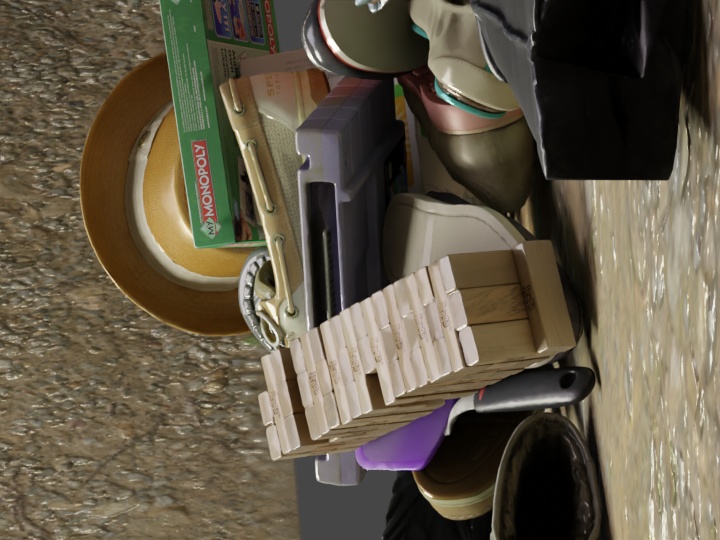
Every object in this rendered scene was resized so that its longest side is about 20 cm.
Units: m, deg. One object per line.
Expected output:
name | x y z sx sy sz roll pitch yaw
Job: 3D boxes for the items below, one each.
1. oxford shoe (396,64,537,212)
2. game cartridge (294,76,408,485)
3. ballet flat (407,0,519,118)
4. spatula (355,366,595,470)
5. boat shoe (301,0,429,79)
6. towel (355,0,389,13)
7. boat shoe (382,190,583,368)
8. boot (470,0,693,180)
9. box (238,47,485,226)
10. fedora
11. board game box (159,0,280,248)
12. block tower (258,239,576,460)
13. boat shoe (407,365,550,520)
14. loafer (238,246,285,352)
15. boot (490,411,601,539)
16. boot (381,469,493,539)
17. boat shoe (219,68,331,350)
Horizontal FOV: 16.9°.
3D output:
oxford shoe | 0.060 -0.082 1.343 0.200 0.070 0.074 -89 -15 -73
game cartridge | 0.000 0.000 1.331 0.130 0.038 0.201 -48 -42 -62
ballet flat | 0.064 -0.130 1.222 0.200 0.069 0.070 -103 7 -71
spatula | 0.056 0.068 1.207 0.200 0.020 0.057 -20 40 60
boat shoe | 0.014 -0.148 1.347 0.072 0.062 0.200 64 -148 -12
towel | 0.031 -0.226 1.071 0.200 0.022 0.148 132 136 -56
boat shoe | 0.074 0.000 1.230 0.200 0.062 0.073 -147 61 -64
boot | 0.060 -0.123 0.798 0.200 0.065 0.166 -85 -19 -76
box | 0.012 -0.073 1.509 0.200 0.112 0.102 21 -118 -70
fedora | -0.083 -0.060 1.573 0.082 0.199 0.202 154 111 -66
board game box | -0.079 -0.115 1.470 0.135 0.029 0.202 -3 -95 -74
block tower | 0.021 0.041 1.186 0.200 0.058 0.054 -30 70 52
boat shoe | 0.073 0.067 1.316 0.201 0.073 0.067 -72 -29 -48
loafer | 0.018 0.039 1.504 0.070 0.199 0.076 -46 -21 -69
boot | 0.095 0.188 1.232 0.200 0.072 0.183 101 165 -67
boot | 0.076 0.150 1.422 0.168 0.076 0.201 62 -141 -49
boat shoe | -0.043 -0.016 1.379 0.073 0.063 0.202 -103 10 -63
